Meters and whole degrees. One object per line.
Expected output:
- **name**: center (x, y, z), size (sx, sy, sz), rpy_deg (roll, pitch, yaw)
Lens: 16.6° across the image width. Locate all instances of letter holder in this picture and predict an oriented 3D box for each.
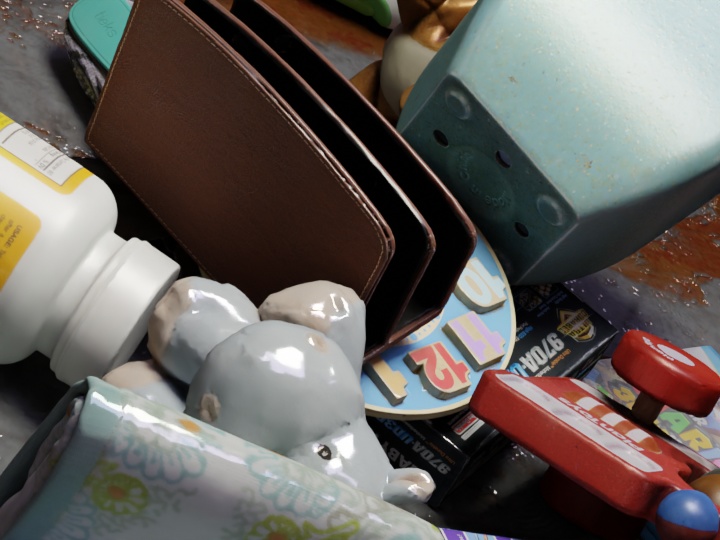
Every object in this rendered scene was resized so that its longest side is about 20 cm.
- **letter holder**: center (-0.035, -0.064, 1.313), size (0.100, 0.142, 0.200), rpy_deg (-31, 69, -36)

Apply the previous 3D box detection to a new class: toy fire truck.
- **toy fire truck**: center (0.168, 0.118, 1.373), size (0.200, 0.112, 0.168), rpy_deg (34, 13, 23)

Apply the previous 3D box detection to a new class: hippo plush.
- **hippo plush**: center (-0.050, 0.100, 1.166), size (0.161, 0.159, 0.201), rpy_deg (-120, -170, -87)

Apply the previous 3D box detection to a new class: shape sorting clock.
- **shape sorting clock**: center (0.000, 0.000, 1.399), size (0.199, 0.039, 0.201), rpy_deg (18, 47, -21)

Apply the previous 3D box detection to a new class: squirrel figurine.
- **squirrel figurine**: center (0.101, -0.089, 1.655), size (0.199, 0.142, 0.187), rpy_deg (1, 48, -39)

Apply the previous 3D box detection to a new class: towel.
- **towel**: center (-0.086, 0.136, 1.071), size (0.171, 0.200, 0.048), rpy_deg (22, 44, -21)

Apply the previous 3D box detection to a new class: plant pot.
- **plant pot**: center (0.136, -0.103, 1.495), size (0.200, 0.196, 0.196), rpy_deg (-40, 86, -28)

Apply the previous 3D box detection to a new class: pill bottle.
- **pill bottle**: center (-0.198, -0.022, 1.284), size (0.200, 0.113, 0.113), rpy_deg (33, 29, 1)

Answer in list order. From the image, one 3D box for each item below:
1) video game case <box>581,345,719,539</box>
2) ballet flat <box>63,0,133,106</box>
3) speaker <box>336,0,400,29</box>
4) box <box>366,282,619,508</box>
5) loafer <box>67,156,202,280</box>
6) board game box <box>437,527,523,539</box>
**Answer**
- **video game case**: center (0.205, 0.109, 1.573), size (0.200, 0.018, 0.143), rpy_deg (-4, 45, -47)
- **ballet flat**: center (-0.124, -0.098, 1.510), size (0.072, 0.072, 0.200), rpy_deg (11, 28, -34)
- **speaker**: center (-0.032, -0.250, 1.816), size (0.199, 0.089, 0.089), rpy_deg (26, 30, -12)
- **box**: center (0.043, 0.036, 1.475), size (0.159, 0.046, 0.200), rpy_deg (40, 37, 12)
- **loafer**: center (-0.112, -0.015, 1.414), size (0.199, 0.073, 0.072), rpy_deg (4, 65, -39)
- **board game box**: center (0.115, 0.223, 1.294), size (0.135, 0.035, 0.200), rpy_deg (12, 34, -32)
